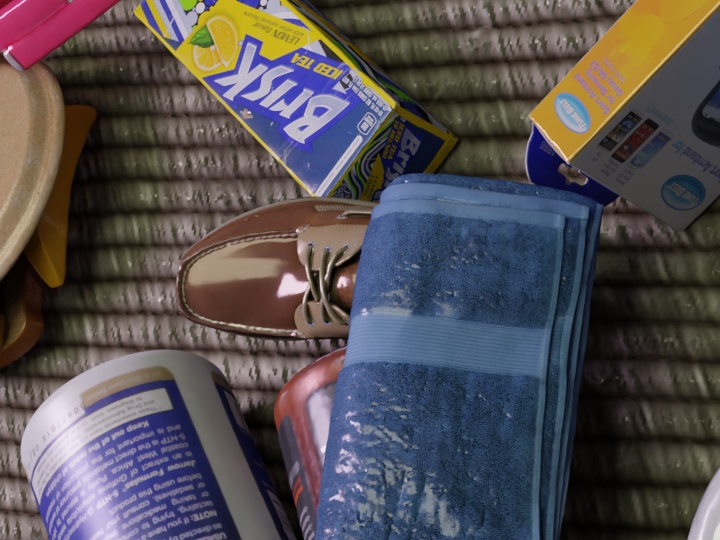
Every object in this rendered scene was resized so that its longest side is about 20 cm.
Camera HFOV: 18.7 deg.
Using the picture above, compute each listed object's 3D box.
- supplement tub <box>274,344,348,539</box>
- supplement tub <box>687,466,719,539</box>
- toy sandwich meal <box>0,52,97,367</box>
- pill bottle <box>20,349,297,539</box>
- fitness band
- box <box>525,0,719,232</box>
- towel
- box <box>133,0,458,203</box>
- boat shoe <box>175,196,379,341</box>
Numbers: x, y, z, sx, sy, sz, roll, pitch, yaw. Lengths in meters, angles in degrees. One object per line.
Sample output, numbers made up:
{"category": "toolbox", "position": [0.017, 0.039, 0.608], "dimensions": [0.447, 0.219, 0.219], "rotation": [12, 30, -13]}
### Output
{"category": "supplement tub", "position": [0.029, 0.139, 1.045], "dimensions": [0.107, 0.107, 0.201], "rotation": [-29, 60, 25]}
{"category": "supplement tub", "position": [0.219, 0.130, 0.849], "dimensions": [0.122, 0.200, 0.124], "rotation": [-12, 68, 32]}
{"category": "toy sandwich meal", "position": [-0.230, -0.034, 1.321], "dimensions": [0.204, 0.070, 0.207], "rotation": [-24, 52, 34]}
{"category": "pill bottle", "position": [-0.090, 0.153, 1.118], "dimensions": [0.120, 0.119, 0.201], "rotation": [-39, 56, 19]}
{"category": "fitness band", "position": [-0.164, -0.190, 1.301], "dimensions": [0.199, 0.037, 0.144], "rotation": [-32, 26, 22]}
{"category": "box", "position": [0.167, -0.097, 1.014], "dimensions": [0.200, 0.119, 0.042], "rotation": [-48, 54, 14]}
{"category": "towel", "position": [0.044, 0.052, 0.995], "dimensions": [0.111, 0.049, 0.201], "rotation": [8, 67, 6]}
{"category": "box", "position": [-0.038, -0.108, 1.202], "dimensions": [0.070, 0.064, 0.200], "rotation": [-52, 52, 11]}
{"category": "boat shoe", "position": [0.000, 0.000, 1.088], "dimensions": [0.198, 0.072, 0.076], "rotation": [-6, 95, 11]}
